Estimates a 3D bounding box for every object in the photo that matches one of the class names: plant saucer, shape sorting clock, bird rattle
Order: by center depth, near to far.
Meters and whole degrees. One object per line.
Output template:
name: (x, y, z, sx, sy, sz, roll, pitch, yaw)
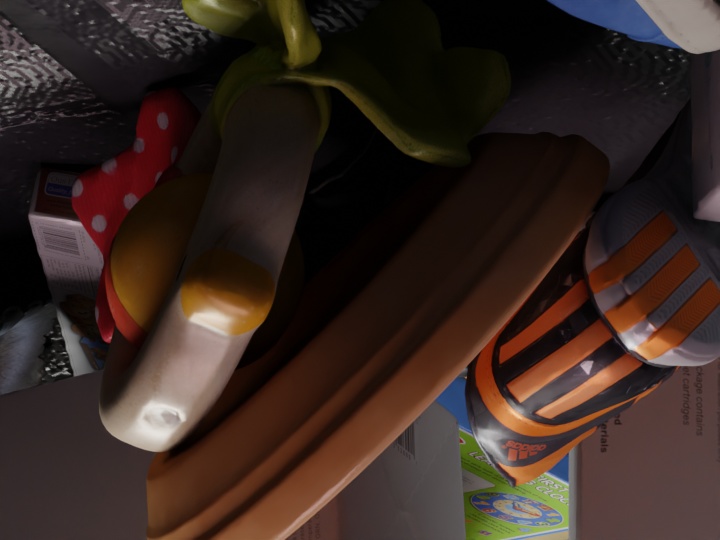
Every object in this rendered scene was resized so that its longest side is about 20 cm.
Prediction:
plant saucer: (-0.002, 0.023, 0.956, 0.037, 0.200, 0.200, 44, 147, -6)
bird rattle: (-0.053, -0.018, 0.957, 0.112, 0.163, 0.200, 30, 140, -16)
shape sorting clock: (0.038, 0.076, 1.313, 0.199, 0.039, 0.200, 11, 157, 5)

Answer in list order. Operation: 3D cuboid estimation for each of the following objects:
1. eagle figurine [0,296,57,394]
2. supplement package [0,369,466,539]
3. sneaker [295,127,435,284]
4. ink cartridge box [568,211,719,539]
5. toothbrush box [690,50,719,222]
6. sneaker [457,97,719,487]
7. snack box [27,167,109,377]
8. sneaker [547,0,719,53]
eagle figurine: (-0.202, 0.070, 1.251, 0.151, 0.151, 0.201, -31, 135, -28)
supplement package: (-0.072, 0.110, 1.127, 0.199, 0.120, 0.121, -14, 152, 21)
sneaker: (0.000, 0.003, 1.120, 0.104, 0.060, 0.200, 14, 150, -31)
ink cartridge box: (0.181, 0.069, 1.143, 0.199, 0.145, 0.147, 1, 160, 3)
toothbrush box: (0.216, -0.064, 0.895, 0.199, 0.086, 0.146, 7, 158, -13)
sneaker: (0.084, 0.005, 0.985, 0.112, 0.078, 0.200, -36, 175, 31)
snack box: (-0.085, 0.016, 1.184, 0.072, 0.024, 0.200, 9, 157, 5)
sneaker: (0.019, -0.110, 0.806, 0.111, 0.077, 0.200, -20, 146, 31)
